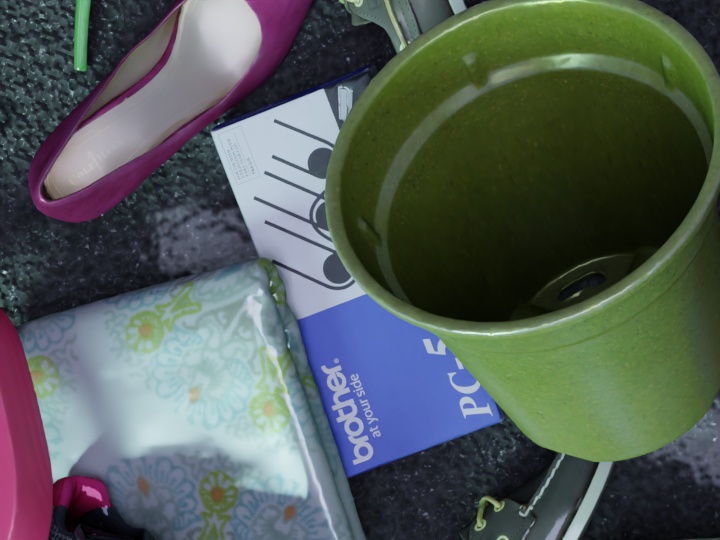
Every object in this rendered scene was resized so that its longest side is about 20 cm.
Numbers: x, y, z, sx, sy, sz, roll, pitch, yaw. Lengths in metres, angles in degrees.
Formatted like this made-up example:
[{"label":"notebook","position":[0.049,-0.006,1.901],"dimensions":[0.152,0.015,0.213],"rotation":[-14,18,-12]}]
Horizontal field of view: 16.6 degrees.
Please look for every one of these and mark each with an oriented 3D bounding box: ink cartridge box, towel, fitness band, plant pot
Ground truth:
[{"label":"ink cartridge box","position":[0.000,0.000,1.323],"dimensions":[0.093,0.044,0.201],"rotation":[-20,96,7]},{"label":"towel","position":[-0.094,0.106,1.324],"dimensions":[0.170,0.048,0.201],"rotation":[-15,99,18]},{"label":"fitness band","position":[-0.227,0.101,1.305],"dimensions":[0.143,0.037,0.201],"rotation":[-32,60,25]},{"label":"plant pot","position":[0.106,-0.005,1.231],"dimensions":[0.199,0.185,0.202],"rotation":[-12,53,16]}]

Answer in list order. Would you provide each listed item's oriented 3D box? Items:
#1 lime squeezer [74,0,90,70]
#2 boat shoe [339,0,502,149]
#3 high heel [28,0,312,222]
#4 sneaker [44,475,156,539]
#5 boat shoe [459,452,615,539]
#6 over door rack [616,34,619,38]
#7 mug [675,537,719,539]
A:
[{"label":"lime squeezer","position":[-0.115,-0.205,1.316],"dimensions":[0.070,0.038,0.200],"rotation":[35,97,-33]},{"label":"boat shoe","position":[0.023,-0.141,1.292],"dimensions":[0.060,0.072,0.203],"rotation":[-29,98,1]},{"label":"high heel","position":[-0.097,-0.104,1.290],"dimensions":[0.200,0.096,0.067],"rotation":[-40,93,7]},{"label":"sneaker","position":[-0.116,0.175,1.242],"dimensions":[0.200,0.080,0.075],"rotation":[33,109,43]},{"label":"boat shoe","position":[0.078,0.158,1.323],"dimensions":[0.060,0.072,0.202],"rotation":[27,92,7]},{"label":"over door rack","position":[0.196,-0.206,1.270],"dimensions":[0.146,0.067,0.202],"rotation":[-2,76,3]},{"label":"mug","position":[0.178,0.223,1.288],"dimensions":[0.152,0.149,0.188],"rotation":[5,96,3]}]
